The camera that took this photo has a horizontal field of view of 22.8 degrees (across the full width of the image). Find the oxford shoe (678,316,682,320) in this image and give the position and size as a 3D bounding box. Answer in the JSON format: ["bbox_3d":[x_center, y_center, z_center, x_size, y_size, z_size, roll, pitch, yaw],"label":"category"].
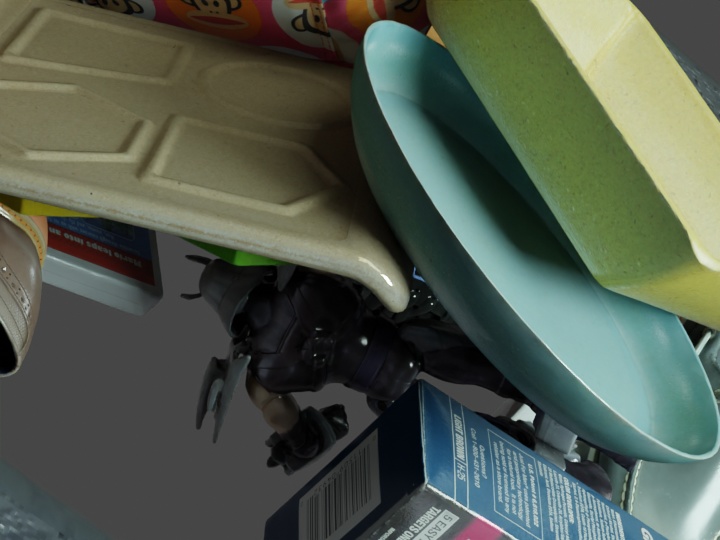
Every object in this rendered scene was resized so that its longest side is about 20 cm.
[{"bbox_3d":[0.157,0.052,0.971,0.071,0.073,0.200,46,27,0],"label":"oxford shoe"}]

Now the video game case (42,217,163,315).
[{"bbox_3d":[-0.154,-0.085,0.763,0.142,0.017,0.201,23,42,-39],"label":"video game case"}]

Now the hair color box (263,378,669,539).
[{"bbox_3d":[0.067,0.138,0.709,0.199,0.100,0.061,33,30,-23],"label":"hair color box"}]

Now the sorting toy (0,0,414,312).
[{"bbox_3d":[-0.072,-0.051,0.661,0.198,0.037,0.185,18,25,-3],"label":"sorting toy"}]

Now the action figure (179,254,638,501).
[{"bbox_3d":[0.017,0.040,0.728,0.199,0.131,0.070,25,27,-6],"label":"action figure"}]

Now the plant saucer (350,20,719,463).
[{"bbox_3d":[0.061,-0.007,0.663,0.200,0.027,0.201,42,21,-20],"label":"plant saucer"}]

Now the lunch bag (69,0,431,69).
[{"bbox_3d":[-0.047,-0.182,0.776,0.082,0.198,0.178,72,30,-57],"label":"lunch bag"}]

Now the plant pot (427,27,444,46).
[{"bbox_3d":[-0.010,-0.150,0.920,0.199,0.199,0.185,-4,71,-57],"label":"plant pot"}]

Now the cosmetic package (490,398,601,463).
[{"bbox_3d":[0.145,0.126,0.828,0.200,0.074,0.102,47,59,2],"label":"cosmetic package"}]

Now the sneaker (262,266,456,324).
[{"bbox_3d":[0.000,0.000,0.849,0.199,0.070,0.078,34,37,-15],"label":"sneaker"}]

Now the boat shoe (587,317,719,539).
[{"bbox_3d":[0.160,0.058,0.788,0.073,0.062,0.201,37,59,-5],"label":"boat shoe"}]

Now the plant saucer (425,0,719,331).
[{"bbox_3d":[0.108,-0.052,0.738,0.199,0.048,0.201,16,39,-57],"label":"plant saucer"}]

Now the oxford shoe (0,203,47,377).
[{"bbox_3d":[-0.188,-0.025,0.603,0.199,0.071,0.073,27,37,-34],"label":"oxford shoe"}]
